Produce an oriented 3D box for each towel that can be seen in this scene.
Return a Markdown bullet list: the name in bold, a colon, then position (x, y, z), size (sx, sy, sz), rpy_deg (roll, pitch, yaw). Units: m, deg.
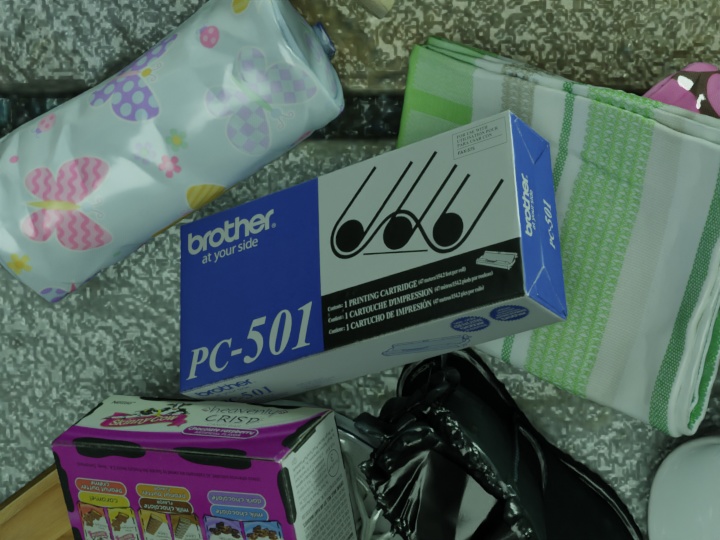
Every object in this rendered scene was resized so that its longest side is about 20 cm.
- **towel**: position (0.092, -0.020, 0.808), size (0.199, 0.031, 0.151), rpy_deg (22, 106, 32)

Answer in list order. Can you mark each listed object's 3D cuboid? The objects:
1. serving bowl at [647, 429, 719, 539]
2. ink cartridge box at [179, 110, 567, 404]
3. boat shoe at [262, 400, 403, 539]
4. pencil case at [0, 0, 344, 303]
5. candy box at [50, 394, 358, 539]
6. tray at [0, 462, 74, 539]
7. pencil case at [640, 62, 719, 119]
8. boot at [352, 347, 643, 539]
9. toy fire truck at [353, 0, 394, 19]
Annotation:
- **serving bowl**: position (0.233, 0.162, 0.824), size (0.065, 0.200, 0.202), rpy_deg (-24, 100, -26)
- **ink cartridge box**: position (0.000, 0.000, 0.806), size (0.199, 0.044, 0.095), rpy_deg (-18, 62, 30)
- **boat shoe**: position (0.008, 0.153, 0.871), size (0.075, 0.086, 0.202), rpy_deg (-43, 96, 10)
- **pencil case**: position (-0.105, -0.069, 0.837), size (0.199, 0.083, 0.091), rpy_deg (-33, 92, 9)
- **candy box**: position (-0.066, 0.167, 0.829), size (0.135, 0.061, 0.202), rpy_deg (1, 111, 28)
- **tray**: position (-0.209, 0.199, 0.920), size (0.199, 0.037, 0.099), rpy_deg (-36, 97, 10)
- **pencil case**: position (0.209, -0.008, 0.800), size (0.091, 0.094, 0.200), rpy_deg (-38, 69, -10)
- **boot**: position (0.077, 0.125, 0.823), size (0.073, 0.163, 0.199), rpy_deg (-38, 97, 11)
- **toy fire truck**: position (0.090, -0.195, 0.790), size (0.176, 0.129, 0.200), rpy_deg (41, 112, -5)
